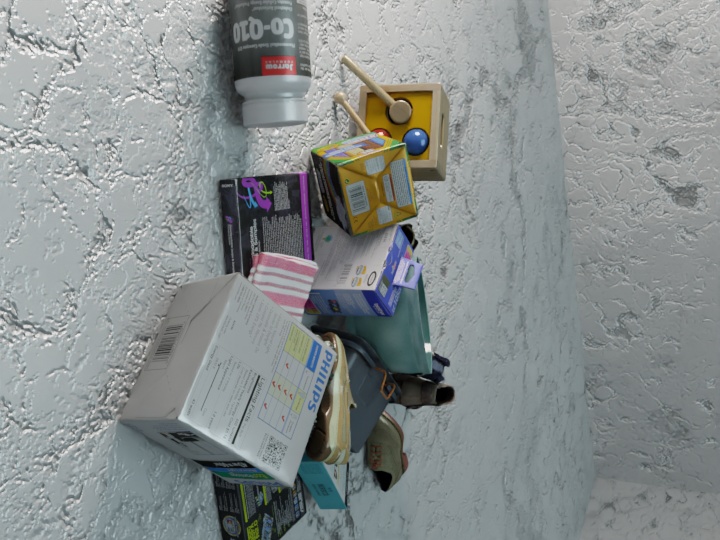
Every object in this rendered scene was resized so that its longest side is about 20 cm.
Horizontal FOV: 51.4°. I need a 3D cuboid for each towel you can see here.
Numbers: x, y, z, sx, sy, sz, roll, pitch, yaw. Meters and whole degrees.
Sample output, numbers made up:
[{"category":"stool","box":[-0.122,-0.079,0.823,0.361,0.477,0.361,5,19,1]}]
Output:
[{"category":"towel","box":[-0.130,0.077,1.117,0.146,0.030,0.203,10,94,-61]}]

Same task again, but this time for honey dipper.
[{"category":"honey dipper","box":[0.018,-0.238,1.334,0.201,0.038,0.038,54,30,6]}]

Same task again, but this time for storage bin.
[{"category":"storage bin","box":[-0.026,0.211,1.258,0.135,0.144,0.201,-61,142,-26]}]

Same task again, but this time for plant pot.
[{"category":"plant pot","box":[0.047,0.085,1.299,0.200,0.132,0.203,-8,90,-81]}]

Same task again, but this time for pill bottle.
[{"category":"pill bottle","box":[-0.128,-0.311,1.068,0.114,0.112,0.203,-17,105,-61]}]

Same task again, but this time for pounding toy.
[{"category":"pounding toy","box":[0.063,-0.281,1.389,0.142,0.181,0.203,22,71,-72]}]

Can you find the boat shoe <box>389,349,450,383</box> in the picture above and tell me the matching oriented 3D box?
[{"category":"boat shoe","box":[0.113,0.185,1.465,0.075,0.092,0.200,-64,-177,-6]}]

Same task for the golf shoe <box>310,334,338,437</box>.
[{"category":"golf shoe","box":[-0.105,0.187,1.087,0.077,0.087,0.202,47,58,-43]}]

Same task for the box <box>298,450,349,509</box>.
[{"category":"box","box":[-0.061,0.312,1.210,0.201,0.048,0.083,74,15,-51]}]

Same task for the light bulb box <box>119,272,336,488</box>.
[{"category":"light bulb box","box":[-0.159,0.145,0.954,0.200,0.124,0.200,43,53,-36]}]

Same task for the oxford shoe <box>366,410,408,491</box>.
[{"category":"oxford shoe","box":[0.044,0.349,1.452,0.075,0.070,0.202,-53,134,-41]}]

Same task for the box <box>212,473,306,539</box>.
[{"category":"box","box":[-0.149,0.306,1.109,0.160,0.044,0.203,-27,114,-59]}]

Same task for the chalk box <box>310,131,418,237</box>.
[{"category":"chalk box","box":[-0.002,-0.153,1.257,0.200,0.122,0.126,-135,-151,-64]}]

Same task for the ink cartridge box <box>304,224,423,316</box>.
[{"category":"ink cartridge box","box":[0.000,0.000,1.218,0.077,0.198,0.138,54,46,-42]}]

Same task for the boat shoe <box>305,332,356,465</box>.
[{"category":"boat shoe","box":[-0.041,0.197,1.139,0.076,0.071,0.203,26,55,-35]}]

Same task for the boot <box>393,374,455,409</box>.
[{"category":"boot","box":[0.123,0.244,1.515,0.199,0.144,0.071,-4,94,-62]}]

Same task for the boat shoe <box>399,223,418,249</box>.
[{"category":"boat shoe","box":[0.077,-0.051,1.448,0.075,0.073,0.200,63,12,-12]}]

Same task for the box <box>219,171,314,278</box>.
[{"category":"box","box":[-0.137,-0.073,1.137,0.199,0.036,0.145,-19,108,-62]}]
